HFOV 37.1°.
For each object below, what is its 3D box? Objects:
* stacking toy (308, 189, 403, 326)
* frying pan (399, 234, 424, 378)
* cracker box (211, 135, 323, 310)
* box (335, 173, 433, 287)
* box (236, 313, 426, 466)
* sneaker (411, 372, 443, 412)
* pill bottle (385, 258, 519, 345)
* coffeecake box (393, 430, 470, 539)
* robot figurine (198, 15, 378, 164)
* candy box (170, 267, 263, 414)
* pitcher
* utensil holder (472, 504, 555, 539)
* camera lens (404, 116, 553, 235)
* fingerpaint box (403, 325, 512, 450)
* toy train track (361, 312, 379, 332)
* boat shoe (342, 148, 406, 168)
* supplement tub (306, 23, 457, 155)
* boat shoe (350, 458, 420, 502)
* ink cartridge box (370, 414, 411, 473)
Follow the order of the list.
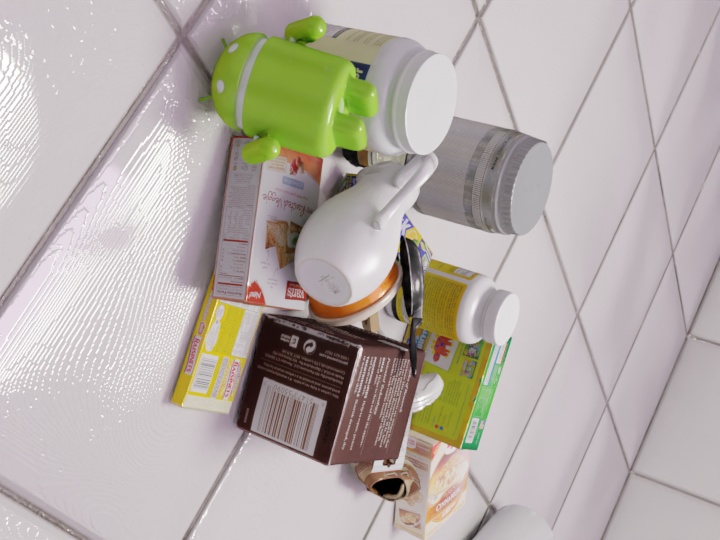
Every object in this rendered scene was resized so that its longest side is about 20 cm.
[{"bbox_3d":[-0.039,-0.039,1.468,0.146,0.145,0.201,-48,124,-35],"label":"stacking toy"},{"bbox_3d":[0.074,0.037,1.479,0.116,0.031,0.191,90,-7,-51],"label":"frying pan"},{"bbox_3d":[-0.113,-0.056,1.341,0.134,0.057,0.202,12,85,-60],"label":"cracker box"},{"bbox_3d":[0.033,-0.055,1.567,0.200,0.064,0.071,51,56,-47],"label":"box"},{"bbox_3d":[-0.038,0.164,1.500,0.199,0.165,0.166,11,95,-60],"label":"box"},{"bbox_3d":[0.035,0.176,1.651,0.198,0.078,0.101,-13,93,-22],"label":"sneaker"},{"bbox_3d":[0.147,0.050,1.713,0.112,0.199,0.114,-33,132,-47],"label":"pill bottle"},{"bbox_3d":[0.136,0.367,1.982,0.153,0.073,0.202,-26,126,-50],"label":"coffeecake box"},{"bbox_3d":[-0.081,-0.200,1.227,0.116,0.198,0.177,64,45,-79],"label":"robot figurine"},{"bbox_3d":[-0.174,0.080,1.372,0.102,0.026,0.202,23,84,-61],"label":"candy box"},{"bbox_3d":[0.012,-0.060,1.340,0.121,0.171,0.201,42,51,-10],"label":"pitcher"},{"bbox_3d":[0.311,0.623,2.308,0.200,0.169,0.172,-35,133,-48],"label":"utensil holder"},{"bbox_3d":[0.178,-0.148,1.664,0.160,0.199,0.162,-34,133,-47],"label":"camera lens"},{"bbox_3d":[0.143,0.179,1.806,0.073,0.166,0.202,20,87,-58],"label":"fingerpaint box"},{"bbox_3d":[0.000,0.000,1.616,0.114,0.032,0.202,-34,125,-47],"label":"toy train track"},{"bbox_3d":[0.026,-0.180,1.538,0.200,0.062,0.075,-29,126,-69],"label":"boat shoe"},{"bbox_3d":[0.006,-0.225,1.341,0.145,0.198,0.146,-33,131,-47],"label":"supplement tub"},{"bbox_3d":[0.048,0.357,1.812,0.075,0.072,0.200,-37,145,13],"label":"boat shoe"},{"bbox_3d":[0.040,0.222,1.749,0.109,0.050,0.202,12,87,-59],"label":"ink cartridge box"}]
